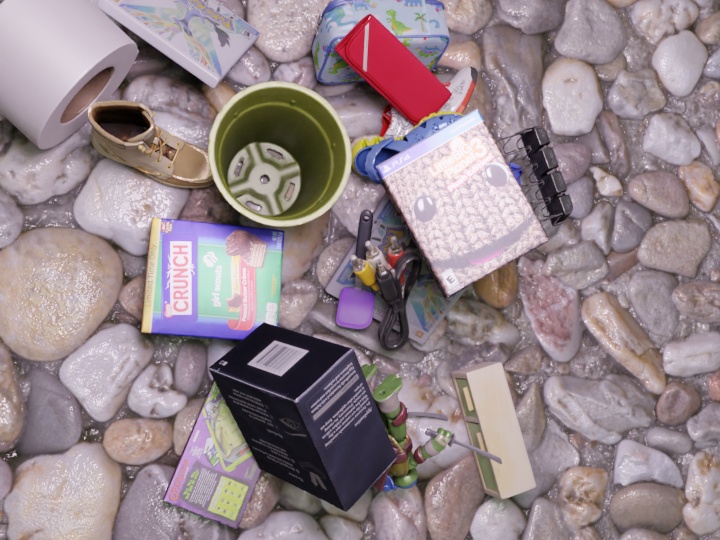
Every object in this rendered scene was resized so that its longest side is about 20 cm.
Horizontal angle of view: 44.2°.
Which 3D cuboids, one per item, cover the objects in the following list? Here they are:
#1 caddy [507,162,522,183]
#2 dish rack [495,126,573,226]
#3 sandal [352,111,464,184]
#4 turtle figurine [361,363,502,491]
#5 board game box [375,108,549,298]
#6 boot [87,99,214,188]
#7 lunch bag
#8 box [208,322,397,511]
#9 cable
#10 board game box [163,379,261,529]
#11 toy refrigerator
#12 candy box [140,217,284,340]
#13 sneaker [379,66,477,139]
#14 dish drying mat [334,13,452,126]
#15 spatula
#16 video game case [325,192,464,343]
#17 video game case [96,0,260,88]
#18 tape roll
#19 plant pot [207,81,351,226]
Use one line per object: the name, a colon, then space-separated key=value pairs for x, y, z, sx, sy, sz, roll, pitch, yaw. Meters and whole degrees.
caddy: x=0.160 y=-0.122 z=1.388 sx=0.198 sy=0.141 sz=0.106 roll=-5 pitch=80 yaw=-15
dish rack: x=0.208 y=-0.121 z=1.301 sx=0.198 sy=0.055 sz=0.155 roll=-19 pitch=86 yaw=-14
sandal: x=0.080 y=-0.180 z=1.352 sx=0.198 sy=0.087 sz=0.080 roll=-21 pitch=113 yaw=11
turtle figurine: x=0.076 y=0.219 z=1.322 sx=0.198 sy=0.144 sz=0.195 roll=-24 pitch=119 yaw=6
board game box: x=0.137 y=-0.087 z=1.210 sx=0.158 sy=0.097 sz=0.201 roll=-30 pitch=86 yaw=2
boot: x=-0.293 y=-0.181 z=1.276 sx=0.198 sy=0.155 sz=0.073 roll=21 pitch=80 yaw=-11
lunch bag: x=0.027 y=-0.353 z=1.372 sx=0.198 sy=0.161 sz=0.083 roll=-5 pitch=74 yaw=-15
box: x=-0.079 y=0.198 z=1.229 sx=0.117 sy=0.196 sz=0.201 roll=-39 pitch=123 yaw=-32
cable: x=0.050 y=0.033 z=1.322 sx=0.096 sy=0.201 sz=0.051 roll=-22 pitch=46 yaw=-6
board game box: x=-0.199 y=0.267 z=1.322 sx=0.119 sy=0.032 sz=0.202 roll=26 pitch=78 yaw=-14
toy refrigerator: x=0.206 y=0.251 z=1.399 sx=0.069 sy=0.076 sz=0.202 roll=-15 pitch=89 yaw=-15
candy box: x=-0.219 y=0.016 z=1.316 sx=0.198 sy=0.077 sz=0.171 roll=5 pitch=84 yaw=-12
sneaker: x=0.105 y=-0.266 z=1.429 sx=0.107 sy=0.067 sz=0.203 roll=30 pitch=81 yaw=-12
dish drying mat: x=0.052 y=-0.293 z=1.319 sx=0.077 sy=0.018 sz=0.199 roll=-43 pitch=129 yaw=14
spatula: x=0.000 y=0.000 z=1.321 sx=0.056 sy=0.021 sz=0.202 roll=10 pitch=122 yaw=4
video game case: x=0.070 y=0.000 z=1.344 sx=0.181 sy=0.022 sz=0.201 roll=29 pitch=121 yaw=-9
video game case: x=-0.263 y=-0.372 z=1.317 sx=0.199 sy=0.022 sz=0.183 roll=35 pitch=38 yaw=-9
tape roll: x=-0.429 y=-0.289 z=1.231 sx=0.139 sy=0.203 sz=0.203 roll=42 pitch=77 yaw=-7
plant pot: x=-0.130 y=-0.149 z=1.296 sx=0.198 sy=0.190 sz=0.203 roll=2 pitch=83 yaw=-14
